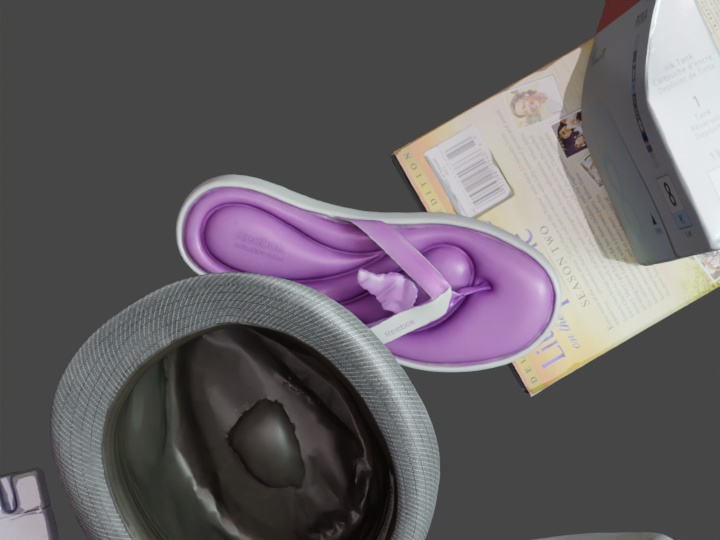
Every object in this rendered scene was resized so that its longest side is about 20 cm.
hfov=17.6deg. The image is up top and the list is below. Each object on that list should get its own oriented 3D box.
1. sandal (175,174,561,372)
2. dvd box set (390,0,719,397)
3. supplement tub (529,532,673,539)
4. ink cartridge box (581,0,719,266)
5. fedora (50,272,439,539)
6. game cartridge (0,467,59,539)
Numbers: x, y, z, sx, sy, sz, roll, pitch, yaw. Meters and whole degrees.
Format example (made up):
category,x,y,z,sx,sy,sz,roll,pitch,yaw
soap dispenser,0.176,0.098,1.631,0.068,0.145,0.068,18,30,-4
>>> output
category,x,y,z,sx,sy,sz,roll,pitch,yaw
sandal,-0.001,0.007,1.171,0.202,0.050,0.083,12,106,11
dvd box set,0.136,-0.046,1.203,0.200,0.029,0.147,-31,90,-3
supplement tub,0.102,0.237,1.140,0.144,0.144,0.201,-8,89,-2
ink cartridge box,0.126,-0.102,1.108,0.047,0.160,0.200,-26,90,-5
fedora,-0.054,0.084,1.157,0.177,0.090,0.200,-38,102,10
game cartridge,-0.245,0.186,1.186,0.199,0.038,0.130,-13,93,-2
